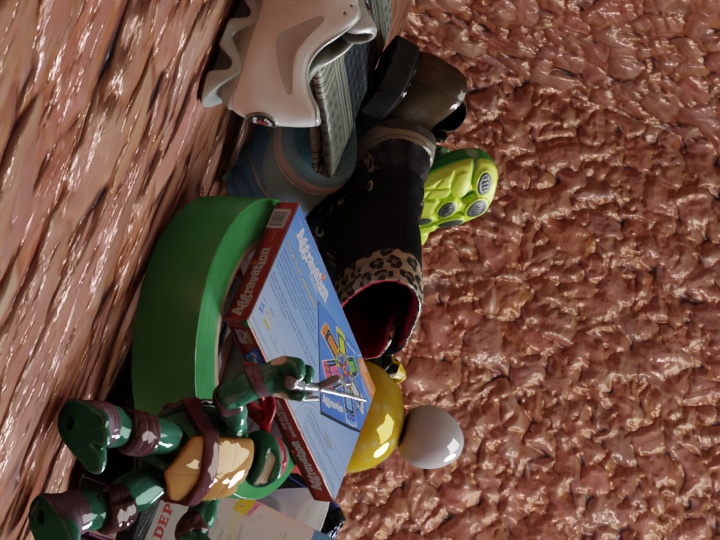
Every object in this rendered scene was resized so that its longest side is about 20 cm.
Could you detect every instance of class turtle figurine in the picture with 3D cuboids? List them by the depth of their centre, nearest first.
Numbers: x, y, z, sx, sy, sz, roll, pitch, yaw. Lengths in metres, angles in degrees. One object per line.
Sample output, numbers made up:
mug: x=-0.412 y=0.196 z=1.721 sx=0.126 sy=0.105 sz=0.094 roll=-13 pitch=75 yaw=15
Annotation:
turtle figurine: x=-0.092 y=0.118 z=1.036 sx=0.101 sy=0.200 sz=0.150 roll=13 pitch=-81 yaw=47

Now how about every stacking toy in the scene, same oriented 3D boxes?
stacking toy: x=-0.018 y=0.111 z=1.346 sx=0.146 sy=0.200 sz=0.146 roll=-161 pitch=-90 yaw=-86

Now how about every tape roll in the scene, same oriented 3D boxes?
tape roll: x=-0.083 y=0.051 z=1.177 sx=0.200 sy=0.048 sz=0.201 roll=4 pitch=90 yaw=-68

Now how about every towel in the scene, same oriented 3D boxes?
towel: x=-0.019 y=-0.199 z=1.253 sx=0.200 sy=0.034 sz=0.193 roll=83 pitch=19 yaw=-44

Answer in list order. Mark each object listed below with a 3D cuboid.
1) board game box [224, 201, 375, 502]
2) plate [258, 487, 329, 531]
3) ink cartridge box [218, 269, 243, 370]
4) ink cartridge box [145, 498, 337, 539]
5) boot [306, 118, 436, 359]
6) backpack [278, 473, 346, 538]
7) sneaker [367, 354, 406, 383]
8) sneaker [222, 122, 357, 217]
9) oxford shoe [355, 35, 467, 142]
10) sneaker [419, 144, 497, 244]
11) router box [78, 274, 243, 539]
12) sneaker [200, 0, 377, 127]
board game box: x=-0.037 y=0.059 z=1.203 sx=0.200 sy=0.019 sz=0.103 roll=69 pitch=34 yaw=-44
plate: x=-0.144 y=0.259 z=1.529 sx=0.200 sy=0.199 sz=0.032 roll=-69 pitch=149 yaw=-44
ink cartridge box: x=-0.065 y=-0.005 z=1.524 sx=0.200 sy=0.084 sz=0.145 roll=-70 pitch=160 yaw=-45
ink cartridge box: x=-0.130 y=0.242 z=1.362 sx=0.125 sy=0.200 sz=0.129 roll=-36 pitch=-151 yaw=58
boot: x=0.000 y=0.000 z=1.326 sx=0.200 sy=0.073 sz=0.151 roll=126 pitch=-25 yaw=-46
backpack: x=-0.140 y=0.263 z=1.702 sx=0.200 sy=0.182 sz=0.135 roll=-56 pitch=-164 yaw=-4
sneaker: x=-0.001 y=0.064 z=1.451 sx=0.070 sy=0.090 sz=0.201 roll=68 pitch=31 yaw=-61
sneaker: x=-0.058 y=-0.117 z=1.373 sx=0.131 sy=0.079 sz=0.200 roll=-46 pitch=-152 yaw=45
oxford shoe: x=0.036 y=-0.122 z=1.402 sx=0.200 sy=0.084 sz=0.073 roll=156 pitch=-46 yaw=-77
sneaker: x=0.048 y=-0.072 z=1.439 sx=0.200 sy=0.074 sz=0.084 roll=154 pitch=-61 yaw=-65
router box: x=-0.148 y=0.111 z=1.243 sx=0.149 sy=0.051 sz=0.200 roll=113 pitch=-1 yaw=-50
sneaker: x=-0.024 y=-0.180 z=1.086 sx=0.074 sy=0.088 sz=0.200 roll=88 pitch=21 yaw=-85
